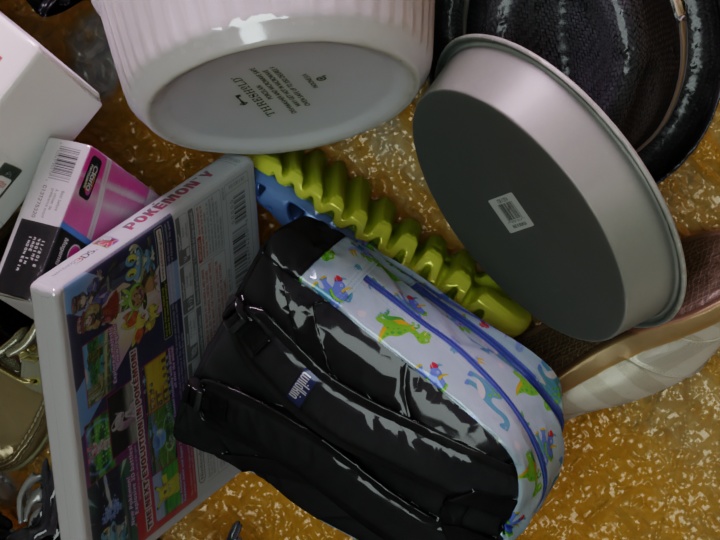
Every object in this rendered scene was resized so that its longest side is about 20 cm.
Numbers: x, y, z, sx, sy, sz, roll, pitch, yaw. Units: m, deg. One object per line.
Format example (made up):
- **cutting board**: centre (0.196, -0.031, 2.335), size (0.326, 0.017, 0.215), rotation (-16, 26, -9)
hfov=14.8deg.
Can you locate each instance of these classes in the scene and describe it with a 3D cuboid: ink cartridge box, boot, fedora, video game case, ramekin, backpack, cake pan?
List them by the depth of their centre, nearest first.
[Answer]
- **ramekin**: centre (-0.049, -0.138, 1.549), size (0.201, 0.202, 0.095), rotation (-13, 70, 12)
- **ink cartridge box**: centre (-0.267, -0.071, 1.554), size (0.146, 0.084, 0.200), rotation (38, 88, 29)
- **cake pan**: centre (0.100, -0.040, 1.558), size (0.037, 0.200, 0.201), rotation (-38, 94, -21)
- **backpack**: centre (0.020, 0.080, 1.572), size (0.200, 0.154, 0.164), rotation (38, 122, 20)
- **fedora**: centre (0.118, -0.129, 1.586), size (0.199, 0.092, 0.202), rotation (2, 102, 10)
- **video game case**: centre (-0.116, 0.057, 1.592), size (0.023, 0.182, 0.201), rotation (17, 125, 31)
- **ink cartridge box**: centre (-0.135, 0.004, 1.595), size (0.037, 0.200, 0.095), rotation (13, 77, 28)
- **boot**: centre (-0.208, 0.040, 1.642), size (0.072, 0.155, 0.201), rotation (23, 103, 5)

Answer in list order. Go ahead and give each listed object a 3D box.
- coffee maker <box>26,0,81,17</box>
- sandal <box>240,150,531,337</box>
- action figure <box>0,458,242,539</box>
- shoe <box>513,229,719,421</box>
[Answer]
- **coffee maker**: centre (-0.212, -0.247, 1.613), size (0.200, 0.135, 0.192), rotation (47, 130, -1)
- **sandal**: centre (0.000, 0.000, 1.644), size (0.200, 0.079, 0.087), rotation (37, 109, 2)
- **action figure**: centre (-0.179, 0.158, 1.681), size (0.199, 0.119, 0.103), rotation (15, 70, -14)
- **shoe**: centre (0.166, 0.037, 1.636), size (0.199, 0.070, 0.053), rotation (-27, 132, 14)
